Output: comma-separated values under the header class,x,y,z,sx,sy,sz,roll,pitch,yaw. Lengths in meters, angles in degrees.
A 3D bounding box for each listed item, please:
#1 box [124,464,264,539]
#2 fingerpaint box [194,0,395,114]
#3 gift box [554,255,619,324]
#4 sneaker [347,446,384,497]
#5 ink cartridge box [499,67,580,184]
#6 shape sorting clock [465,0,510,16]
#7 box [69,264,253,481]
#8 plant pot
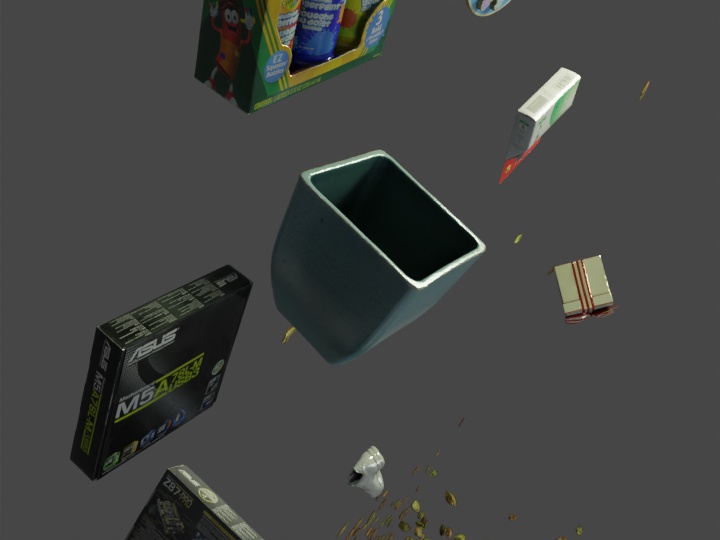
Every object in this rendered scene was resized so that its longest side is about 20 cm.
class,x,y,z,sx,sy,sz,roll,pitch,yaw
box,-0.221,0.389,1.138,0.163,0.199,0.049,-59,158,9
fingerpaint box,-0.041,-0.249,0.733,0.199,0.073,0.169,-36,153,-44
gift box,0.760,0.073,2.854,0.181,0.190,0.200,-16,163,18
sneaker,0.006,0.502,2.065,0.088,0.075,0.202,-31,146,-23
ink cartridge box,0.343,-0.268,1.644,0.161,0.050,0.202,-44,155,-29
shape sorting clock,0.200,-0.417,1.082,0.200,0.039,0.201,-47,158,-25
box,-0.216,0.109,0.933,0.199,0.047,0.195,-29,150,-52
plant pot,0.000,0.000,1.073,0.195,0.196,0.201,-26,156,-53
